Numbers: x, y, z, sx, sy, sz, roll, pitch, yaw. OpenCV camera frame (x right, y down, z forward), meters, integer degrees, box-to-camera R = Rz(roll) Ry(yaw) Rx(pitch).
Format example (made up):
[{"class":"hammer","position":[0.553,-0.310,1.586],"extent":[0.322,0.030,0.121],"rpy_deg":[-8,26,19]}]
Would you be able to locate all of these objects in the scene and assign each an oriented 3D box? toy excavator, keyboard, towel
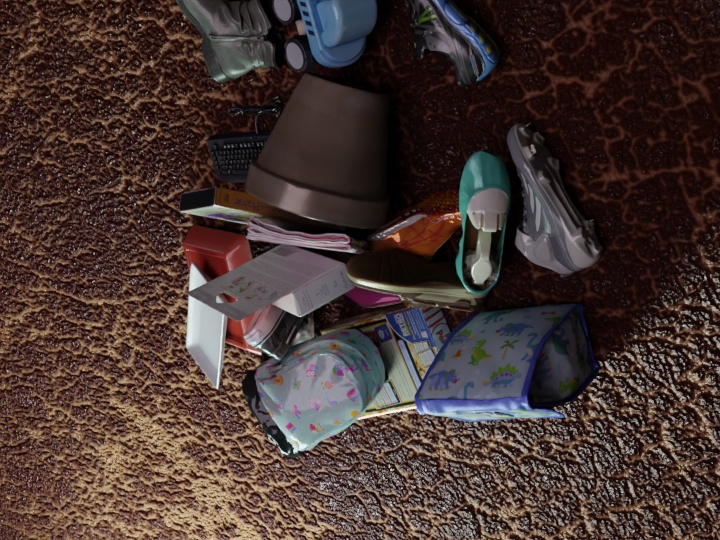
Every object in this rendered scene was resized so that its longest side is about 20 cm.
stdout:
[{"class":"toy excavator","position":[-0.020,-0.360,1.361],"extent":[0.200,0.100,0.195],"rpy_deg":[3,113,52]},{"class":"keyboard","position":[-0.156,-0.194,1.617],"extent":[0.200,0.021,0.127],"rpy_deg":[1,109,36]},{"class":"towel","position":[-0.065,-0.045,1.484],"extent":[0.146,0.200,0.030],"rpy_deg":[8,91,10]}]

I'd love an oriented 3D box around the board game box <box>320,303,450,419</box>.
[{"class":"board game box","position":[0.050,0.131,1.581],"extent":[0.200,0.046,0.152],"rpy_deg":[-16,99,40]}]

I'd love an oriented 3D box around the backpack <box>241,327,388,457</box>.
[{"class":"backpack","position":[-0.058,0.174,1.550],"extent":[0.200,0.127,0.167],"rpy_deg":[-31,100,23]}]

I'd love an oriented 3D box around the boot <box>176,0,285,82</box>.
[{"class":"boot","position":[-0.183,-0.376,1.540],"extent":[0.130,0.068,0.200],"rpy_deg":[-12,109,35]}]

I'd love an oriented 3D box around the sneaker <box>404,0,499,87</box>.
[{"class":"sneaker","position":[0.085,-0.312,1.346],"extent":[0.200,0.071,0.083],"rpy_deg":[48,112,7]}]

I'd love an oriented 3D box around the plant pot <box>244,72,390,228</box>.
[{"class":"plant pot","position":[-0.042,-0.169,1.449],"extent":[0.200,0.200,0.174],"rpy_deg":[22,105,28]}]

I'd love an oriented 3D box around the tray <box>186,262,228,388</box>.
[{"class":"tray","position":[-0.242,0.088,1.718],"extent":[0.107,0.022,0.200],"rpy_deg":[49,144,33]}]

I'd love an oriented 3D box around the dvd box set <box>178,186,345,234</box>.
[{"class":"dvd box set","position":[-0.139,-0.083,1.515],"extent":[0.146,0.200,0.029],"rpy_deg":[0,81,62]}]

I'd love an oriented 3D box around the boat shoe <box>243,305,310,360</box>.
[{"class":"boat shoe","position":[-0.111,0.066,1.586],"extent":[0.072,0.200,0.071],"rpy_deg":[-34,105,34]}]

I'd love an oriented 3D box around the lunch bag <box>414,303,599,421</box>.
[{"class":"lunch bag","position":[0.187,0.131,1.378],"extent":[0.170,0.200,0.128],"rpy_deg":[-9,103,38]}]

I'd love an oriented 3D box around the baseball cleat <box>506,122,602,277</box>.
[{"class":"baseball cleat","position":[0.220,-0.082,1.349],"extent":[0.106,0.070,0.200],"rpy_deg":[-30,89,40]}]

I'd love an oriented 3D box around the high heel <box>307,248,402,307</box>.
[{"class":"high heel","position":[0.000,0.000,1.553],"extent":[0.200,0.067,0.096],"rpy_deg":[-1,105,34]}]

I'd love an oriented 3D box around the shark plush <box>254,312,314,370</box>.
[{"class":"shark plush","position":[-0.113,0.121,1.714],"extent":[0.083,0.091,0.200],"rpy_deg":[68,155,19]}]

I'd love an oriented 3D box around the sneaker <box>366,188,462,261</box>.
[{"class":"sneaker","position":[0.098,-0.057,1.464],"extent":[0.200,0.073,0.077],"rpy_deg":[-20,114,47]}]

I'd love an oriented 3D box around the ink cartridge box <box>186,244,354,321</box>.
[{"class":"ink cartridge box","position":[-0.130,0.028,1.506],"extent":[0.200,0.173,0.044],"rpy_deg":[19,134,59]}]

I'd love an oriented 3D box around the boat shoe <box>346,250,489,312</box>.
[{"class":"boat shoe","position":[0.077,0.025,1.457],"extent":[0.199,0.072,0.072],"rpy_deg":[5,131,-9]}]

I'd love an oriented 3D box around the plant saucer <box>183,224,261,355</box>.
[{"class":"plant saucer","position":[-0.219,0.035,1.707],"extent":[0.200,0.037,0.200],"rpy_deg":[13,118,56]}]

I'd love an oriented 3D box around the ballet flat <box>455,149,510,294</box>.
[{"class":"ballet flat","position":[0.159,-0.053,1.354],"extent":[0.067,0.070,0.200],"rpy_deg":[-4,126,-7]}]
